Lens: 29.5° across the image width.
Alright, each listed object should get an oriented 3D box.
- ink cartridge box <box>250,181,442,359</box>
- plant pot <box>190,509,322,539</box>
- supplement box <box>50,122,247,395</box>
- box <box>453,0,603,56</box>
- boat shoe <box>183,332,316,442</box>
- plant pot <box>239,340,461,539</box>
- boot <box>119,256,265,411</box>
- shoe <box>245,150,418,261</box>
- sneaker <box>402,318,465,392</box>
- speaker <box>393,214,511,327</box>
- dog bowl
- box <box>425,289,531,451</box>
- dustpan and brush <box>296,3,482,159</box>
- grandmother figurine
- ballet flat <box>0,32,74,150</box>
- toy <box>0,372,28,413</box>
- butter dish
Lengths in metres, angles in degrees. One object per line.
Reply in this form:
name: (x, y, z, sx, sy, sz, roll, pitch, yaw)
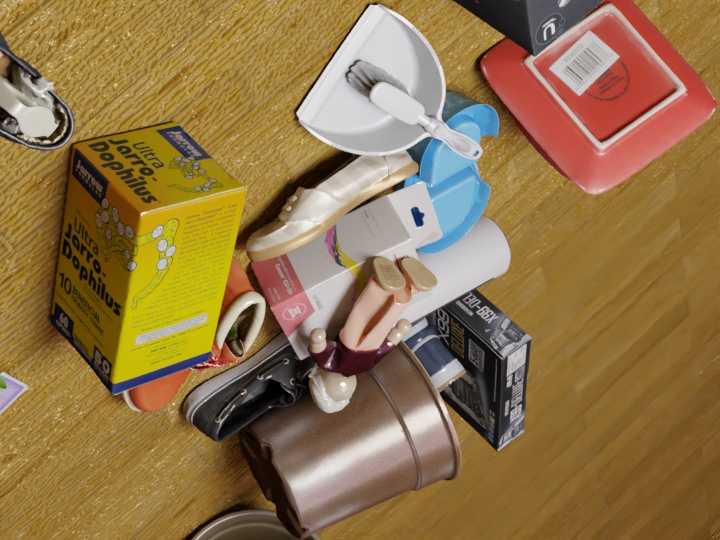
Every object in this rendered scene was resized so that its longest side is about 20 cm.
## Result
ink cartridge box: (0.000, 0.000, 1.428, 0.200, 0.068, 0.117, -27, 146, -2)
plant pot: (-0.129, 0.413, 1.685, 0.200, 0.200, 0.174, -35, 162, -19)
supplement box: (-0.189, -0.011, 1.198, 0.109, 0.109, 0.200, -18, 138, -39)
box: (0.145, -0.316, 1.252, 0.106, 0.122, 0.200, -40, 147, -13)
boat shoe: (-0.096, 0.124, 1.497, 0.200, 0.066, 0.070, -27, 143, -29)
plant pot: (-0.020, 0.196, 1.566, 0.198, 0.200, 0.200, -27, 144, -17)
boot: (-0.164, 0.075, 1.327, 0.075, 0.107, 0.200, -1, 128, -52)
shoe: (-0.036, -0.074, 1.374, 0.200, 0.070, 0.053, -32, 103, -17)
sneaker: (0.055, 0.110, 1.676, 0.070, 0.109, 0.200, -36, 177, -23)
speaker: (0.073, 0.008, 1.562, 0.200, 0.081, 0.081, -28, 143, -30)
dog bowl: (0.088, -0.108, 1.482, 0.111, 0.050, 0.200, -30, 144, -27)
box: (0.135, 0.105, 1.670, 0.050, 0.158, 0.200, -33, 146, -22)
dustpan and brush: (0.049, -0.157, 1.343, 0.200, 0.057, 0.140, 24, 106, -48)
grandmother figurine: (-0.002, 0.073, 1.414, 0.121, 0.061, 0.200, 7, 132, -27)
ballet flat: (-0.273, -0.142, 0.992, 0.073, 0.073, 0.200, -47, 148, -1)
toy: (-0.389, 0.165, 1.208, 0.200, 0.047, 0.115, -48, 147, -1)
butter dish: (0.246, -0.181, 1.500, 0.200, 0.200, 0.148, -35, 169, -17)
